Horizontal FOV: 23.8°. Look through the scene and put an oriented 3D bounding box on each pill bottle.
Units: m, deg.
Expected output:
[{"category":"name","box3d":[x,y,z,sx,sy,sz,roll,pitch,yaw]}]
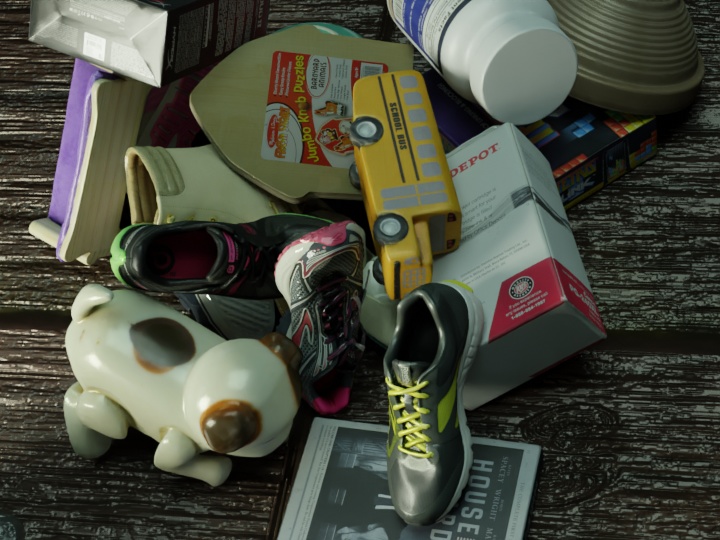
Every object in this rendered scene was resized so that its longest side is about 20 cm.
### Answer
[{"category":"pill bottle","box3d":[0.110,-0.219,1.540,0.115,0.116,0.200,-23,41,-9]}]

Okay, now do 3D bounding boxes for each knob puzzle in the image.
[{"category":"knob puzzle","box3d":[-0.056,-0.139,1.550,0.219,0.030,0.220,3,58,-5]}]

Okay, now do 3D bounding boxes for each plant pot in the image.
[{"category":"plant pot","box3d":[0.241,-0.239,1.621,0.200,0.093,0.201,12,35,-9]}]

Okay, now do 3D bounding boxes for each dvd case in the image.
[{"category":"dvd case","box3d":[0.039,0.198,1.400,0.199,0.025,0.151,5,53,16]}]

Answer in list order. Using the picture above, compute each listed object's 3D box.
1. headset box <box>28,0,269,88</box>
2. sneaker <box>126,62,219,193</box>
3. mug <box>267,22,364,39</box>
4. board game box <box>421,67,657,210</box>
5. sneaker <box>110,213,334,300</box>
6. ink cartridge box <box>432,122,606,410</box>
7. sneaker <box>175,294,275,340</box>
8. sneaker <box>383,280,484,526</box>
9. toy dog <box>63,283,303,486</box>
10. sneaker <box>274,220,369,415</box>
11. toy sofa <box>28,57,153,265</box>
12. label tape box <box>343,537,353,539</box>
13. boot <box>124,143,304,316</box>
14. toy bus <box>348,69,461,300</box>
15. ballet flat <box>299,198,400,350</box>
[{"category":"headset box","box3d":[-0.185,-0.246,1.572,0.148,0.075,0.200,22,29,22]},{"category":"sneaker","box3d":[-0.192,-0.165,1.678,0.088,0.081,0.200,29,86,39]},{"category":"mug","box3d":[-0.033,-0.164,1.653,0.184,0.115,0.152,13,54,21]},{"category":"board game box","box3d":[0.158,-0.145,1.639,0.165,0.057,0.200,-31,52,-16]},{"category":"sneaker","box3d":[-0.107,-0.007,1.429,0.199,0.077,0.084,-6,6,-16]},{"category":"ink cartridge box","box3d":[0.111,-0.005,1.474,0.145,0.083,0.200,-30,50,22]},{"category":"sneaker","box3d":[-0.148,-0.006,1.578,0.078,0.079,0.200,-10,66,-42]},{"category":"sneaker","box3d":[0.044,0.103,1.365,0.074,0.085,0.201,2,83,29]},{"category":"toy dog","box3d":[-0.137,0.088,1.424,0.200,0.194,0.140,15,43,30]},{"category":"sneaker","box3d":[-0.024,0.037,1.434,0.080,0.200,0.075,-19,52,-19]},{"category":"toy sofa","box3d":[-0.256,-0.111,1.592,0.083,0.201,0.097,27,25,29]},{"category":"label tape box","box3d":[0.066,0.292,1.239,0.200,0.144,0.063,21,56,25]},{"category":"boot","box3d":[-0.118,-0.028,1.510,0.155,0.073,0.201,-8,71,-37]},{"category":"toy bus","box3d":[0.036,-0.074,1.454,0.078,0.065,0.200,-9,54,-6]},{"category":"ballet flat","box3d":[0.000,0.000,1.536,0.069,0.070,0.200,-35,53,-18]}]
